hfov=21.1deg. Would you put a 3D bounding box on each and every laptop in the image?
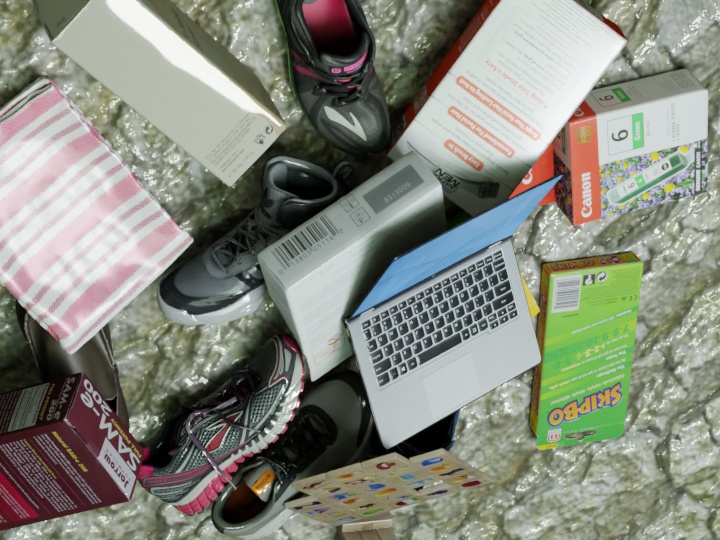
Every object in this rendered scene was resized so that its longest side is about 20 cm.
[{"bbox_3d":[0.094,0.037,1.652,0.186,0.116,0.202,-26,111,-27],"label":"laptop"}]

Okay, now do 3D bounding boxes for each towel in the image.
[{"bbox_3d":[-0.247,-0.043,1.588,0.146,0.030,0.200,-43,117,-6],"label":"towel"}]

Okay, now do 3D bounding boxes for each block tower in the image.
[{"bbox_3d":[0.000,0.336,1.916,0.053,0.058,0.202,-4,120,-18],"label":"block tower"}]

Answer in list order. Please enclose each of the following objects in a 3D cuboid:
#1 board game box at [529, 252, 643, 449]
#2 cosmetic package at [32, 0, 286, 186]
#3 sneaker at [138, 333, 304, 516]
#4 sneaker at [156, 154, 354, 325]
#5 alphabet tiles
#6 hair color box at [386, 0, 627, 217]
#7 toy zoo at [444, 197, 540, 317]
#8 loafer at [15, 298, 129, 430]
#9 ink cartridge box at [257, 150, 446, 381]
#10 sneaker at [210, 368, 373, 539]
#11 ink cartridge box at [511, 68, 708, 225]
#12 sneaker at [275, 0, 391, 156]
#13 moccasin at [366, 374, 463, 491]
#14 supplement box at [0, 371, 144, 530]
[{"bbox_3d":[0.215,0.080,1.856,0.095,0.030,0.202,-7,119,-15],"label":"board game box"},{"bbox_3d":[-0.159,-0.166,1.533,0.073,0.104,0.200,-44,125,9],"label":"cosmetic package"},{"bbox_3d":[-0.124,0.136,1.739,0.074,0.081,0.200,33,105,-30],"label":"sneaker"},{"bbox_3d":[-0.088,-0.033,1.639,0.199,0.076,0.114,-24,144,-11],"label":"sneaker"},{"bbox_3d":[0.017,0.197,1.760,0.166,0.008,0.200,-17,160,15],"label":"alphabet tiles"},{"bbox_3d":[0.121,-0.153,1.645,0.110,0.064,0.201,34,105,-12],"label":"hair color box"},{"bbox_3d":[0.082,0.017,1.772,0.130,0.021,0.201,-30,125,3],"label":"toy zoo"},{"bbox_3d":[-0.239,0.089,1.675,0.072,0.071,0.201,-22,125,-5],"label":"loafer"},{"bbox_3d":[0.000,0.000,1.658,0.159,0.047,0.200,-35,157,-11],"label":"ink cartridge box"},{"bbox_3d":[-0.061,0.174,1.771,0.200,0.074,0.079,-48,167,11],"label":"sneaker"},{"bbox_3d":[0.212,-0.103,1.731,0.198,0.050,0.110,-14,124,-11],"label":"ink cartridge box"},{"bbox_3d":[-0.023,-0.171,1.588,0.076,0.084,0.201,-25,124,-3],"label":"sneaker"},{"bbox_3d":[0.051,0.150,1.800,0.080,0.068,0.201,-6,134,-16],"label":"moccasin"},{"bbox_3d":[-0.298,0.162,1.656,0.198,0.061,0.109,-14,129,24],"label":"supplement box"}]
